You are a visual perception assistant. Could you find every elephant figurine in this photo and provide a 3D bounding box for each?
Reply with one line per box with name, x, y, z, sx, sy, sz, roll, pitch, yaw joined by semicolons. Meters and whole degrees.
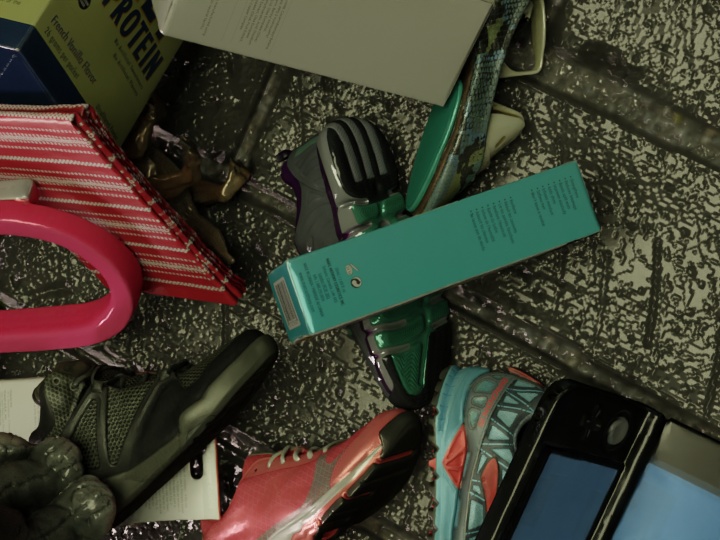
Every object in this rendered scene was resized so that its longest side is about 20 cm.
elephant figurine;-0.256;0.177;0.971;0.140;0.199;0.157;13;104;24

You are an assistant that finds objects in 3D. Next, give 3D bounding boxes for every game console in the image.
game console;0.160;0.190;0.967;0.116;0.175;0.202;28;95;40

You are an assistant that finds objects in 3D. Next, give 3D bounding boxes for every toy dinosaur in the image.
toy dinosaur;-0.167;-0.058;1.120;0.200;0.086;0.136;46;106;8

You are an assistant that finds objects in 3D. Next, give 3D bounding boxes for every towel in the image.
towel;-0.176;-0.045;1.047;0.143;0.200;0.023;6;57;39

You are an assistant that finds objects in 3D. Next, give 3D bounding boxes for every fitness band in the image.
fitness band;-0.247;0.002;1.085;0.197;0.144;0.038;-4;47;20

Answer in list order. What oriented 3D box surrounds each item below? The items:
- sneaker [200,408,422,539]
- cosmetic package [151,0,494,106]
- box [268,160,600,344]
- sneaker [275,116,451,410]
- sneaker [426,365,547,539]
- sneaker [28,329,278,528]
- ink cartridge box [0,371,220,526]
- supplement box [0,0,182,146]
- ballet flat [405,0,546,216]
sneaker;-0.043;0.148;1.067;0.200;0.073;0.087;-46;68;22
cosmetic package;-0.029;-0.185;0.991;0.085;0.198;0.108;-63;28;29
box;0.045;-0.011;0.991;0.198;0.082;0.050;-20;88;-13
sneaker;0.000;0.000;1.077;0.087;0.074;0.203;-18;86;48
sneaker;0.093;0.164;1.022;0.094;0.079;0.203;-1;91;15
sneaker;-0.151;0.085;1.060;0.199;0.076;0.115;-40;82;19
ink cartridge box;-0.186;0.130;1.138;0.197;0.050;0.111;-5;86;19
supplement box;-0.228;-0.202;1.063;0.198;0.135;0.201;15;64;26
ballet flat;0.085;-0.125;1.039;0.073;0.074;0.203;17;97;19
